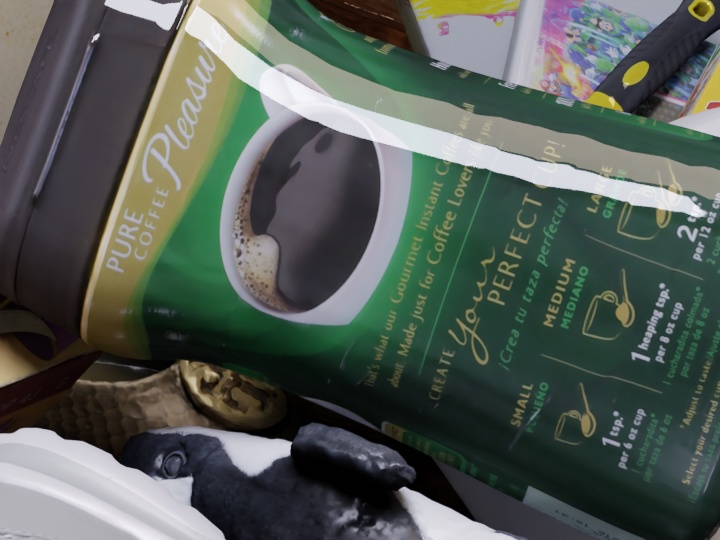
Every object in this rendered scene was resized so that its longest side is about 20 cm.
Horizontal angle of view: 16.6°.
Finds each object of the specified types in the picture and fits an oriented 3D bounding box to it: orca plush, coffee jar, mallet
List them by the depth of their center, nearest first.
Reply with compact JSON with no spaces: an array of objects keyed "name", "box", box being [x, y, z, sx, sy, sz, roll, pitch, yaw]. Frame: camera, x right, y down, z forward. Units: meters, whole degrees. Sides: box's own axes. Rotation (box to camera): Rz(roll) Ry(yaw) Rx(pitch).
[{"name":"orca plush","box":[0.017,0.104,0.594,0.200,0.071,0.105,27,-26,6]},{"name":"coffee jar","box":[0.008,-0.008,0.610,0.199,0.105,0.085,21,2,4]},{"name":"mallet","box":[0.094,-0.050,0.909,0.066,0.041,0.200,42,46,15]}]

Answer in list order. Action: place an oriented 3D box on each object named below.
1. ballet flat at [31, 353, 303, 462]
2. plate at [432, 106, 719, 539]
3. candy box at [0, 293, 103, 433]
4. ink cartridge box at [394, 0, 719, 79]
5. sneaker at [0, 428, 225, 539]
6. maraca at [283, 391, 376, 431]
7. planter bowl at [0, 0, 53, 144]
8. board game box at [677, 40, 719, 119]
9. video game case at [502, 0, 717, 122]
[{"name":"ballet flat","box":[-0.107,0.011,0.709,0.199,0.046,0.067,22,18,2]},{"name":"plate","box":[0.110,0.039,0.701,0.199,0.032,0.200,-17,65,-41]},{"name":"candy box","box":[-0.165,-0.032,0.625,0.200,0.056,0.117,51,22,8]},{"name":"ink cartridge box","box":[0.080,-0.145,1.057,0.144,0.201,0.145,-21,23,2]},{"name":"sneaker","box":[-0.022,0.107,0.518,0.199,0.075,0.082,21,32,19]},{"name":"maraca","box":[0.000,0.000,0.762,0.137,0.107,0.200,32,17,-30]},{"name":"planter bowl","box":[-0.158,-0.099,0.829,0.200,0.135,0.200,19,19,-6]},{"name":"board game box","box":[0.193,-0.049,0.939,0.134,0.034,0.200,32,48,0]},{"name":"video game case","box":[0.132,-0.011,0.928,0.181,0.024,0.200,19,48,-5]}]
